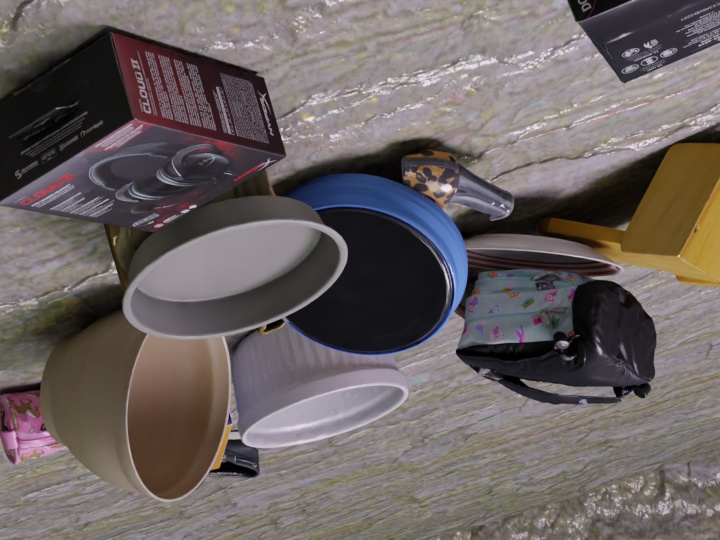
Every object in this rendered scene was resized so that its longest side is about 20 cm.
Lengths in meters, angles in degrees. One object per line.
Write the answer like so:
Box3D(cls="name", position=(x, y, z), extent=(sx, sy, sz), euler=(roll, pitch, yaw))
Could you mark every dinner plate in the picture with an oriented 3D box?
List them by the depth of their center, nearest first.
Box3D(cls="dinner plate", position=(0.181, -0.017, 1.949), extent=(0.200, 0.024, 0.200), euler=(7, 173, 1))

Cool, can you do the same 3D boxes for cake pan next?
Box3D(cls="cake pan", position=(-0.111, -0.004, 1.582), extent=(0.200, 0.037, 0.200), euler=(-15, 154, -7))

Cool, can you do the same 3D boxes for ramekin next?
Box3D(cls="ramekin", position=(-0.053, 0.119, 2.093), extent=(0.200, 0.105, 0.200), euler=(-15, 162, -5))

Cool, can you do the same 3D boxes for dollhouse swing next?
Box3D(cls="dollhouse swing", position=(0.323, -0.076, 1.973), extent=(0.200, 0.176, 0.182), euler=(19, 99, -60))

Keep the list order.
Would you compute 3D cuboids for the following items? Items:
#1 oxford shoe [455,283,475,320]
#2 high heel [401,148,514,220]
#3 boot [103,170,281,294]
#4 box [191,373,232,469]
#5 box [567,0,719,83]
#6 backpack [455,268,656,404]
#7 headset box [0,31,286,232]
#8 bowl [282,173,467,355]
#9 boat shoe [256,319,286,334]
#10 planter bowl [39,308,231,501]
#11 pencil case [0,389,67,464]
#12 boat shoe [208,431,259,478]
Box3D(cls="oxford shoe", position=(0.160, 0.027, 2.111), extent=(0.200, 0.070, 0.075), euler=(13, 116, -50))
Box3D(cls="high heel", position=(0.028, -0.056, 1.745), extent=(0.200, 0.072, 0.142), euler=(-25, 148, 33))
Box3D(cls="boot", position=(-0.145, -0.029, 1.639), extent=(0.155, 0.073, 0.200), euler=(-16, 156, -6))
Box3D(cls="box", position=(-0.178, 0.140, 2.021), extent=(0.041, 0.119, 0.200), euler=(-12, 161, -12))
Box3D(cls="box", position=(0.178, -0.243, 1.095), extent=(0.148, 0.200, 0.124), euler=(-22, 162, 15))
Box3D(cls="backpack", position=(0.205, 0.066, 1.984), extent=(0.200, 0.127, 0.167), euler=(-1, 152, 37))
Box3D(cls="headset box", position=(-0.179, -0.101, 1.389), extent=(0.149, 0.077, 0.200), euler=(-27, 161, 29))
Box3D(cls="bowl", position=(0.000, 0.000, 1.713), extent=(0.200, 0.039, 0.201), euler=(6, 131, 7))
Box3D(cls="boat shoe", position=(-0.051, -0.002, 1.801), extent=(0.072, 0.068, 0.200), euler=(-3, 156, -33))
Box3D(cls="planter bowl", position=(-0.238, 0.125, 1.856), extent=(0.135, 0.201, 0.200), euler=(5, 172, 25))
Box3D(cls="pencil case", position=(-0.303, 0.160, 2.027), extent=(0.200, 0.083, 0.087), euler=(-9, 161, -20))
Box3D(cls="boat shoe", position=(-0.213, 0.254, 2.401), extent=(0.199, 0.066, 0.074), euler=(2, 154, -45))
